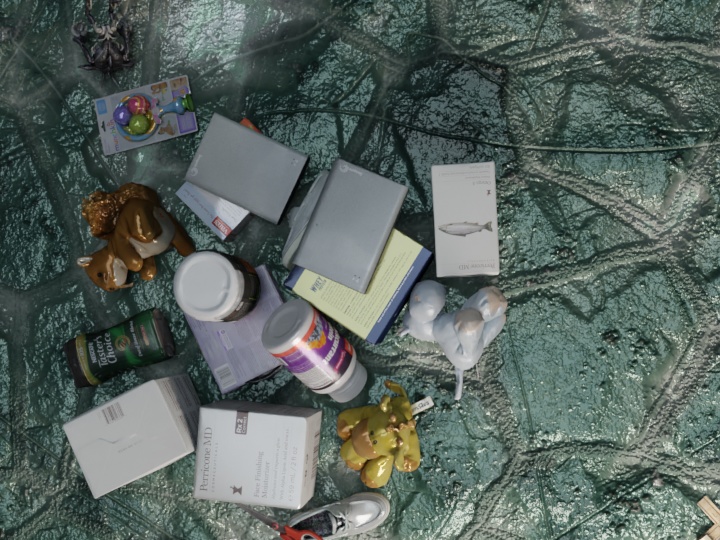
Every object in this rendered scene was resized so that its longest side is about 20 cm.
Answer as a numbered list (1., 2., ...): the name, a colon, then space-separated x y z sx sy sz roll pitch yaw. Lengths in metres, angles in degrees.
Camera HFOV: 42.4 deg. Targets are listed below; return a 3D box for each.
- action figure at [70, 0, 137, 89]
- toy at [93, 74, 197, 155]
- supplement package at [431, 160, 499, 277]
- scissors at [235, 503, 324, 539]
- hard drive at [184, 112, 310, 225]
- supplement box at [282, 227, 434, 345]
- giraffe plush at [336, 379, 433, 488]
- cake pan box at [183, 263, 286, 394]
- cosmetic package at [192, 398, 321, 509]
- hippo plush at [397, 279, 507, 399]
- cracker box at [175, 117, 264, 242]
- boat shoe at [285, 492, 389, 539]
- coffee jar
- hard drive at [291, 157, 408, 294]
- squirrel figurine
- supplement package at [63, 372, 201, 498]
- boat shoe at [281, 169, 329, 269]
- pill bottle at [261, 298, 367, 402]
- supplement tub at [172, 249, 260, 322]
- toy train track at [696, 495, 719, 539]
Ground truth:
1. action figure: -0.497 -0.461 1.800 0.118 0.102 0.201 -7 128 -20
2. toy: -0.425 -0.307 1.811 0.198 0.047 0.116 -13 85 6
3. supplement package: 0.192 -0.090 1.695 0.116 0.117 0.202 -3 88 6
4. scissors: -0.140 0.466 1.690 0.200 0.014 0.073 43 106 6
5. hard drive: -0.212 -0.190 1.731 0.199 0.033 0.140 25 91 7
6. supplement box: 0.000 0.000 1.705 0.199 0.134 0.201 32 91 7
7. giraffe plush: 0.044 0.297 1.673 0.200 0.162 0.173 -44 83 4
8. cake pan box: -0.217 0.114 1.769 0.183 0.052 0.201 -28 85 7
9. cosmetic package: -0.185 0.331 1.697 0.198 0.165 0.166 4 87 7
10. hippo plush: 0.165 0.089 1.701 0.160 0.159 0.201 27 134 24
11. cracker box: -0.236 -0.172 1.779 0.134 0.058 0.200 44 92 6
12. boat shoe: -0.044 0.464 1.715 0.199 0.072 0.071 -17 86 6
13. coffee jar: -0.465 0.151 1.778 0.199 0.085 0.105 -21 85 6
14. hard drive: -0.017 -0.079 1.619 0.139 0.033 0.201 23 88 7
15. squirrel figurine: -0.455 -0.063 1.779 0.186 0.141 0.201 -36 70 14
16. supplement package: -0.398 0.297 1.707 0.190 0.200 0.148 -26 84 4
17. boat shoe: -0.098 -0.099 1.761 0.071 0.070 0.202 34 92 24
18. pill bottle: -0.077 0.152 1.681 0.111 0.112 0.200 -42 123 3
19. supplement tub: -0.248 0.031 1.652 0.122 0.200 0.124 -1 85 7
20. toy train track: 0.684 0.426 1.658 0.200 0.033 0.115 -44 84 2
